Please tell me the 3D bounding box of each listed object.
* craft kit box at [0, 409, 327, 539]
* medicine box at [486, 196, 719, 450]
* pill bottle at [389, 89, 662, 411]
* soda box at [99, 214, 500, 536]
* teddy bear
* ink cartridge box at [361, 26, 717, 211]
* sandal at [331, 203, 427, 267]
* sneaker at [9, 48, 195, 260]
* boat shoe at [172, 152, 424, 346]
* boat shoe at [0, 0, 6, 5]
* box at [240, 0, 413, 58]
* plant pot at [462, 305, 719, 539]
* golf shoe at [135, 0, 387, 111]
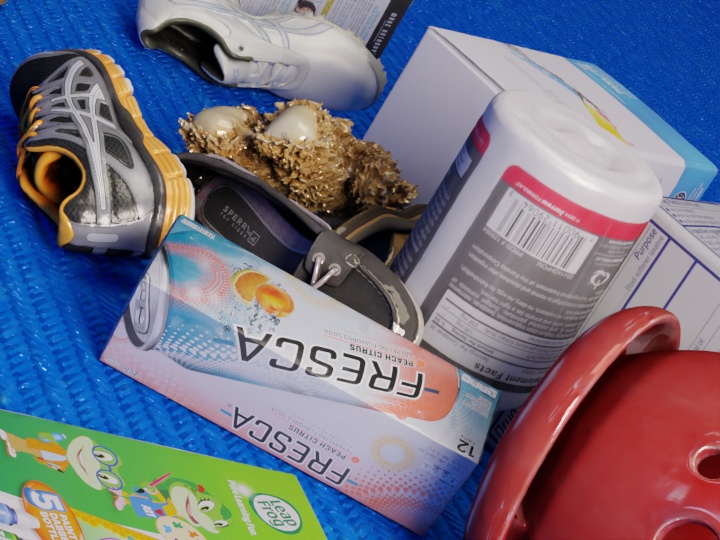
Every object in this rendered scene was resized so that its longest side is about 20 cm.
[{"bbox_3d":[-0.086,0.144,0.824,0.197,0.049,0.200,19,24,-34],"label":"craft kit box"},{"bbox_3d":[0.203,0.086,1.137,0.103,0.182,0.200,3,35,-52],"label":"medicine box"},{"bbox_3d":[0.074,0.008,1.113,0.111,0.200,0.111,26,22,-12],"label":"pill bottle"},{"bbox_3d":[-0.030,0.056,1.037,0.200,0.068,0.064,29,38,-5],"label":"soda box"},{"bbox_3d":[-0.038,-0.062,1.262,0.145,0.067,0.200,2,-8,6],"label":"teddy bear"},{"bbox_3d":[0.118,-0.064,1.405,0.200,0.147,0.146,6,33,-49],"label":"ink cartridge box"},{"bbox_3d":[0.000,0.000,1.235,0.055,0.082,0.200,63,24,9],"label":"sandal"},{"bbox_3d":[-0.168,-0.072,1.152,0.077,0.078,0.200,-6,33,-30],"label":"sneaker"},{"bbox_3d":[-0.046,-0.007,1.110,0.200,0.067,0.057,39,8,39],"label":"boat shoe"},{"bbox_3d":[-0.319,-0.263,1.379,0.200,0.065,0.071,32,21,3],"label":"boat shoe"},{"bbox_3d":[-0.054,-0.224,1.621,0.200,0.082,0.049,9,29,-45],"label":"box"},{"bbox_3d":[0.160,0.131,0.973,0.182,0.201,0.200,30,20,21],"label":"plant pot"},{"bbox_3d":[-0.079,-0.157,1.482,0.200,0.078,0.097,22,39,-7],"label":"golf shoe"}]
